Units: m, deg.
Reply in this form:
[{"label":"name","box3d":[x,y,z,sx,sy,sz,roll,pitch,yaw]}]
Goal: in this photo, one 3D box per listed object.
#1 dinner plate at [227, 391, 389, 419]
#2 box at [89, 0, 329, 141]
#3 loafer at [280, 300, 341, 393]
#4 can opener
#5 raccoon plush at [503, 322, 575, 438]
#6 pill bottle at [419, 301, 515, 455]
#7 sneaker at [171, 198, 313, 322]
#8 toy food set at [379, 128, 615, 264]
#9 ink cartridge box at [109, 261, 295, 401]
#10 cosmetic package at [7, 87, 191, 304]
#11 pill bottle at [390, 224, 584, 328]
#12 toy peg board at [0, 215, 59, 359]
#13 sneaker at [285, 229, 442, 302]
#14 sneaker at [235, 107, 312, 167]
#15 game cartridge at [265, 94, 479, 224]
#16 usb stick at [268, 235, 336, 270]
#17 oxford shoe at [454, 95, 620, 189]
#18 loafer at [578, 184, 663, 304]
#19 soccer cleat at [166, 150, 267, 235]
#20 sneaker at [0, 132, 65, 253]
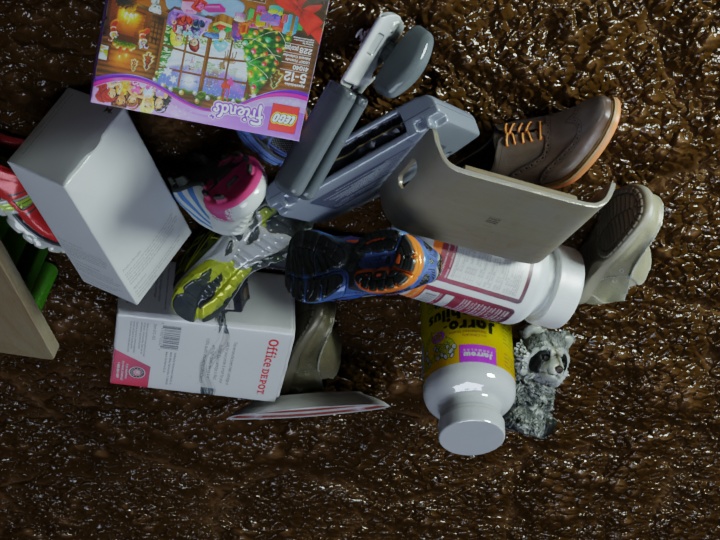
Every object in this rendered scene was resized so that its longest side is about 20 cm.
[{"label":"dinner plate","box3d":[-0.064,0.164,1.977,0.197,0.025,0.200,-5,174,-1]},{"label":"box","box3d":[-0.138,-0.205,1.479,0.197,0.039,0.138,9,109,-13]},{"label":"loafer","box3d":[-0.052,0.083,1.890,0.067,0.077,0.200,7,152,-11]},{"label":"can opener","box3d":[-0.009,-0.152,1.522,0.201,0.066,0.053,-55,155,10]},{"label":"raccoon plush","box3d":[0.170,0.120,1.958,0.199,0.136,0.096,11,174,43]},{"label":"pill bottle","box3d":[0.119,0.099,1.802,0.103,0.202,0.105,-1,143,0]},{"label":"sneaker","box3d":[-0.132,-0.036,1.733,0.199,0.085,0.074,-39,128,12]},{"label":"toy food set","box3d":[0.133,-0.076,1.598,0.198,0.061,0.144,13,154,-17]},{"label":"ink cartridge box","box3d":[-0.180,0.069,1.854,0.197,0.085,0.145,7,142,-8]},{"label":"cosmetic package","box3d":[-0.257,-0.072,1.632,0.084,0.108,0.201,21,151,31]},{"label":"pill bottle","box3d":[0.133,-0.005,1.740,0.198,0.111,0.110,16,140,-20]},{"label":"toy peg board","box3d":[-0.433,-0.010,1.763,0.197,0.099,0.201,7,145,17]},{"label":"sneaker","box3d":[0.000,0.000,1.641,0.199,0.076,0.078,3,174,43]},{"label":"sneaker","box3d":[-0.093,-0.163,1.564,0.199,0.076,0.078,27,132,-34]},{"label":"game cartridge","box3d":[0.015,-0.108,1.609,0.199,0.041,0.133,-28,162,19]},{"label":"usb stick","box3d":[-0.013,-0.014,1.792,0.197,0.033,0.056,8,135,-11]},{"label":"oxford shoe","box3d":[0.174,-0.121,1.623,0.073,0.072,0.199,30,134,-29]},{"label":"loafer","box3d":[0.285,-0.026,1.751,0.067,0.077,0.200,7,152,-12]},{"label":"soccer cleat","box3d":[-0.126,-0.071,1.615,0.087,0.070,0.200,50,167,-23]},{"label":"sneaker","box3d":[-0.333,-0.087,1.660,0.085,0.078,0.199,-34,133,28]}]
